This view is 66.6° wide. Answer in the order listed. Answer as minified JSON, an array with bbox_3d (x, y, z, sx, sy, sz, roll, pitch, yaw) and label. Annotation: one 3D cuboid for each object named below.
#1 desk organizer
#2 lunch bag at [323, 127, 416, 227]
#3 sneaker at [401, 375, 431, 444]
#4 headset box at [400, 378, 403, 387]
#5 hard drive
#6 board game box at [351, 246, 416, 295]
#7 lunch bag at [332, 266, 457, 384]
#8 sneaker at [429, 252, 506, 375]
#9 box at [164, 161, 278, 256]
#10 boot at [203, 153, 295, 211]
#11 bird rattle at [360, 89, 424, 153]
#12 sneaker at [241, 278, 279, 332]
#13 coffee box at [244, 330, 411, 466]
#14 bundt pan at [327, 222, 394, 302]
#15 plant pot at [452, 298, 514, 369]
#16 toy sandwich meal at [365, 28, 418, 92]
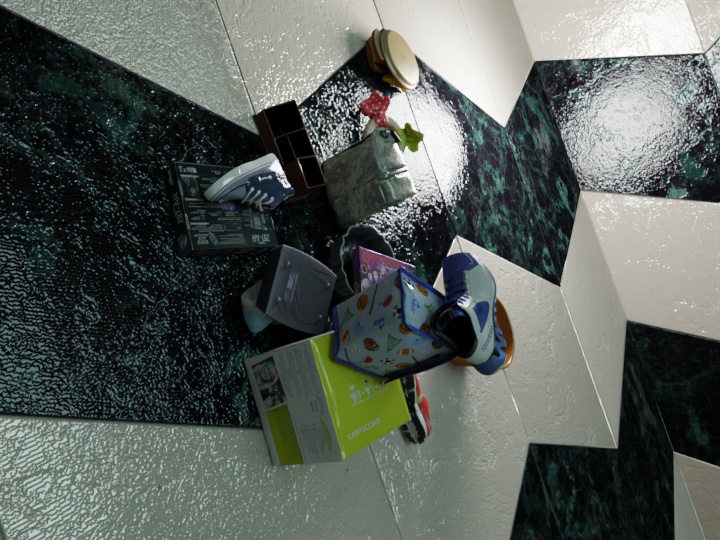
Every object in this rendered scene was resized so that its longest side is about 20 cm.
[{"bbox_3d":[-0.152,-0.261,1.190,0.071,0.076,0.204,-22,91,-50],"label":"desk organizer"},{"bbox_3d":[0.014,-0.216,1.266,0.139,0.197,0.171,-30,98,-50],"label":"lunch bag"},{"bbox_3d":[0.118,0.299,1.283,0.084,0.076,0.205,-16,93,-61],"label":"sneaker"},{"bbox_3d":[0.022,0.200,1.198,0.147,0.076,0.205,23,59,-40],"label":"headset box"},{"bbox_3d":[-0.118,0.040,1.028,0.199,0.041,0.138,32,69,-59],"label":"hard drive"},{"bbox_3d":[0.059,0.029,1.234,0.198,0.032,0.123,16,59,-44],"label":"board game box"},{"bbox_3d":[0.076,0.111,0.919,0.198,0.168,0.126,29,47,-38],"label":"lunch bag"},{"bbox_3d":[0.160,0.054,0.850,0.114,0.080,0.204,24,47,-44],"label":"sneaker"},{"bbox_3d":[-0.258,-0.114,1.035,0.198,0.043,0.164,-7,80,-49],"label":"box"},{"bbox_3d":[-0.198,-0.149,1.026,0.091,0.072,0.200,55,40,-7],"label":"boot"},{"bbox_3d":[0.070,-0.371,1.477,0.199,0.112,0.166,38,65,-28],"label":"bird rattle"},{"bbox_3d":[-0.164,0.057,1.069,0.199,0.072,0.084,-32,128,-54],"label":"sneaker"},{"bbox_3d":[-0.058,0.220,1.005,0.197,0.195,0.205,-11,82,-49],"label":"coffee box"},{"bbox_3d":[0.000,0.000,1.255,0.200,0.075,0.207,21,60,-42],"label":"bundt pan"},{"bbox_3d":[0.307,0.176,1.482,0.198,0.138,0.205,23,57,-41],"label":"plant pot"},{"bbox_3d":[0.098,-0.621,1.635,0.203,0.069,0.210,28,53,-44],"label":"toy sandwich meal"}]
